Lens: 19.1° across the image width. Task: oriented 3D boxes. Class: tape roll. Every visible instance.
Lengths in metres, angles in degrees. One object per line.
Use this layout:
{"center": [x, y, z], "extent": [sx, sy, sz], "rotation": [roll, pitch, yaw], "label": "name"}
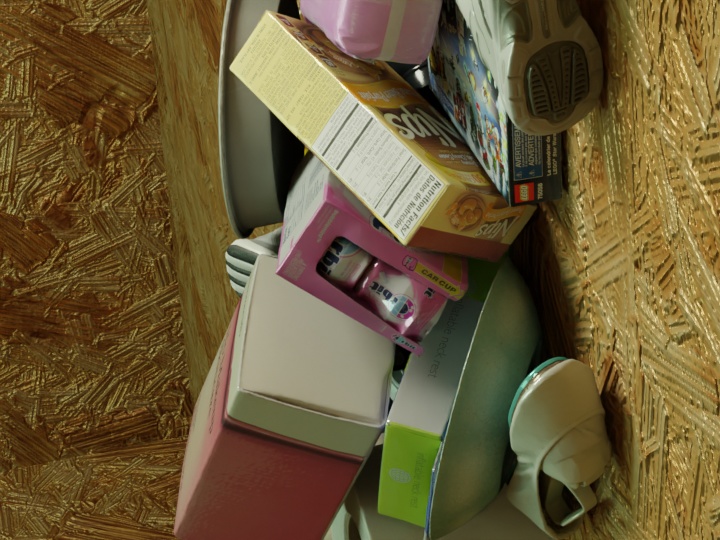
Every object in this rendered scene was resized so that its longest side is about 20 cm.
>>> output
{"center": [0.064, 0.224, 1.621], "extent": [0.203, 0.139, 0.203], "rotation": [169, 90, -80], "label": "tape roll"}

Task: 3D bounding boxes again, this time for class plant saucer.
{"center": [0.092, 0.092, 1.460], "extent": [0.201, 0.039, 0.202], "rotation": [14, -90, -81], "label": "plant saucer"}

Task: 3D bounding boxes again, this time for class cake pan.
{"center": [-0.070, -0.123, 1.585], "extent": [0.200, 0.037, 0.201], "rotation": [1, -90, -83], "label": "cake pan"}

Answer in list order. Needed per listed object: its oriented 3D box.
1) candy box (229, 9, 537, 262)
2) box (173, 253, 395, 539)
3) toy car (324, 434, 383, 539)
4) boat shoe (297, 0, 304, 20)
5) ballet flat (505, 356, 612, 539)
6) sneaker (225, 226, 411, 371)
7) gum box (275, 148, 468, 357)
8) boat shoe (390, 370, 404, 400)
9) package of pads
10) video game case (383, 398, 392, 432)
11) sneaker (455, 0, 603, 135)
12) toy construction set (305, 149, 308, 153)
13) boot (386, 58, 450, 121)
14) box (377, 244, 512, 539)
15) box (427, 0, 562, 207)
{"center": [0.015, -0.091, 1.448], "extent": [0.200, 0.115, 0.055], "rotation": [45, 110, 30], "label": "candy box"}
{"center": [-0.055, 0.104, 1.543], "extent": [0.200, 0.109, 0.128], "rotation": [115, 166, -48], "label": "box"}
{"center": [0.009, 0.197, 1.954], "extent": [0.200, 0.184, 0.177], "rotation": [45, -157, -53], "label": "toy car"}
{"center": [-0.045, -0.199, 1.809], "extent": [0.074, 0.076, 0.200], "rotation": [35, 125, 19], "label": "boat shoe"}
{"center": [0.134, 0.120, 1.383], "extent": [0.200, 0.069, 0.070], "rotation": [90, 166, -63], "label": "ballet flat"}
{"center": [0.000, 0.000, 1.636], "extent": [0.200, 0.115, 0.075], "rotation": [26, 134, 36], "label": "sneaker"}
{"center": [0.010, -0.027, 1.479], "extent": [0.066, 0.113, 0.200], "rotation": [-56, 11, 20], "label": "gum box"}
{"center": [0.039, 0.036, 1.775], "extent": [0.057, 0.068, 0.200], "rotation": [89, 168, -46], "label": "boat shoe"}
{"center": [0.020, -0.242, 1.401], "extent": [0.121, 0.075, 0.201], "rotation": [-134, 55, -65], "label": "package of pads"}
{"center": [-0.005, 0.027, 1.814], "extent": [0.200, 0.019, 0.143], "rotation": [-84, -29, -59], "label": "video game case"}
{"center": [0.085, -0.180, 1.227], "extent": [0.099, 0.078, 0.201], "rotation": [-131, 32, -50], "label": "sneaker"}
{"center": [0.010, -0.071, 1.754], "extent": [0.131, 0.092, 0.200], "rotation": [-61, 42, 36], "label": "toy construction set"}
{"center": [0.004, -0.162, 1.635], "extent": [0.200, 0.076, 0.169], "rotation": [-48, 51, 47], "label": "boot"}
{"center": [0.058, 0.086, 1.510], "extent": [0.122, 0.048, 0.200], "rotation": [93, -164, -53], "label": "box"}
{"center": [0.084, -0.147, 1.413], "extent": [0.200, 0.040, 0.137], "rotation": [-118, 21, -60], "label": "box"}
